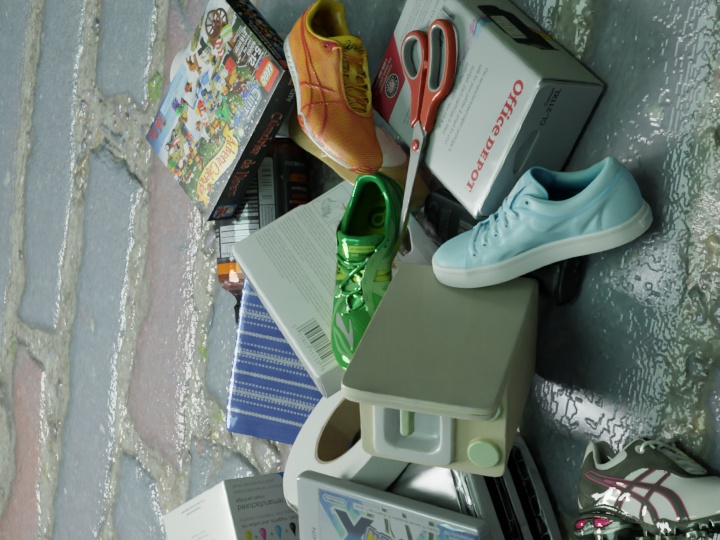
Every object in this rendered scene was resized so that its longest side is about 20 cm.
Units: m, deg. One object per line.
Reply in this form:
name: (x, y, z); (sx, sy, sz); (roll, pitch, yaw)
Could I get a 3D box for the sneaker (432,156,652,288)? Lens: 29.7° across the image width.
sneaker: (0.143, -0.049, 1.155); (0.198, 0.074, 0.082); (-18, 114, 23)

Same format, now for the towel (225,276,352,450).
towel: (-0.065, 0.091, 1.448); (0.143, 0.024, 0.202); (11, 101, 8)

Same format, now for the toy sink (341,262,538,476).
toy sink: (0.072, 0.097, 1.160); (0.129, 0.200, 0.113); (6, 122, 14)

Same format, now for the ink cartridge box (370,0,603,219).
ink cartridge box: (0.108, -0.161, 1.238); (0.200, 0.082, 0.147); (51, 129, 38)

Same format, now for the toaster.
toaster: (0.100, 0.230, 1.239); (0.129, 0.113, 0.202); (-37, 62, 42)

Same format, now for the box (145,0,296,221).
box: (-0.143, -0.172, 1.418); (0.137, 0.037, 0.201); (51, 127, 28)

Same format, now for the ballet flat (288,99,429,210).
ballet flat: (-0.006, -0.127, 1.377); (0.199, 0.068, 0.064); (33, 132, 35)

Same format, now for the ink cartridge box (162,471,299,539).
ink cartridge box: (-0.101, 0.334, 1.465); (0.144, 0.146, 0.202); (-34, 65, 46)

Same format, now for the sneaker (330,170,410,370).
sneaker: (0.000, 0.000, 1.271); (0.073, 0.084, 0.202); (-3, 71, 21)

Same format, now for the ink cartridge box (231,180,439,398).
ink cartridge box: (-0.012, 0.006, 1.363); (0.200, 0.173, 0.044); (53, 169, 37)

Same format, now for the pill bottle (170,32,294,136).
pill bottle: (-0.131, -0.213, 1.519); (0.199, 0.108, 0.111); (15, 103, 50)

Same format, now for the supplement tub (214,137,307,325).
supplement tub: (-0.108, -0.041, 1.498); (0.106, 0.106, 0.203); (-4, 89, 51)

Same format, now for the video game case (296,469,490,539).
video game case: (0.028, 0.286, 1.209); (0.198, 0.022, 0.184); (10, 110, 35)

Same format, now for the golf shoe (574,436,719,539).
golf shoe: (0.246, 0.174, 1.084); (0.199, 0.077, 0.089); (-16, 71, 50)

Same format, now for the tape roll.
tape roll: (0.002, 0.154, 1.322); (0.203, 0.037, 0.203); (-44, 20, 20)

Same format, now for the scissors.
scissors: (0.057, -0.124, 1.226); (0.073, 0.014, 0.203); (8, 96, 52)

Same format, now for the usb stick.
usb stick: (0.128, -0.025, 1.259); (0.199, 0.032, 0.056); (30, 122, 47)

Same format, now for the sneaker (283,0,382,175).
sneaker: (-0.022, -0.178, 1.289); (0.077, 0.072, 0.201); (-48, 52, 39)
